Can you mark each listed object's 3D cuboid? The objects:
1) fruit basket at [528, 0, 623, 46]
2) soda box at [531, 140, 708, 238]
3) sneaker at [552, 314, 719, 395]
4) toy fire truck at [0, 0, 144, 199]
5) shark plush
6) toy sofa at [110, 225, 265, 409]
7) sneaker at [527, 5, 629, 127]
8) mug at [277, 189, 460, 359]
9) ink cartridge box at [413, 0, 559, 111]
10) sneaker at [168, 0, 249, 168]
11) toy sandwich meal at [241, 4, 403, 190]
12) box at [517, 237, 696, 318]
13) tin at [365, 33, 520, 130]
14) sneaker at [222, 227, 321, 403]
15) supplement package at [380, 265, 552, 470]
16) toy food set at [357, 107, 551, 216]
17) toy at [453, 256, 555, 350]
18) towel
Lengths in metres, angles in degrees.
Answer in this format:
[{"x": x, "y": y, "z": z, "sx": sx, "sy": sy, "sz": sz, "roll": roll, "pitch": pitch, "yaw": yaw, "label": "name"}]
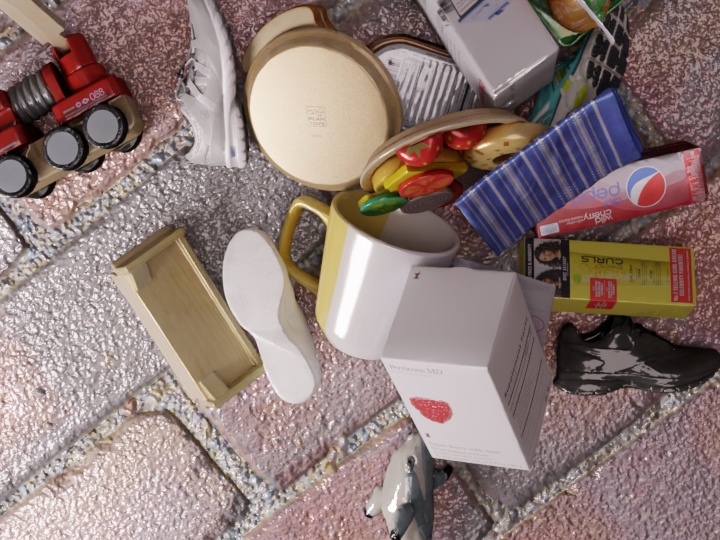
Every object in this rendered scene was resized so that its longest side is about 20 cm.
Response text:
[{"x": 0.200, "y": -0.302, "z": 1.259, "sx": 0.093, "sy": 0.200, "sz": 0.186, "roll": -38, "pitch": 89, "yaw": 9, "label": "fruit basket"}, {"x": 0.284, "y": -0.092, "z": 1.435, "sx": 0.197, "sy": 0.070, "sz": 0.064, "roll": -12, "pitch": 101, "yaw": 2, "label": "soda box"}, {"x": 0.321, "y": 0.095, "z": 1.478, "sx": 0.196, "sy": 0.076, "sz": 0.092, "roll": -2, "pitch": 95, "yaw": -4, "label": "sneaker"}, {"x": -0.353, "y": -0.197, "z": 1.378, "sx": 0.174, "sy": 0.129, "sz": 0.202, "roll": -27, "pitch": 90, "yaw": 5, "label": "toy fire truck"}, {"x": 0.071, "y": 0.239, "z": 1.523, "sx": 0.082, "sy": 0.091, "sz": 0.203, "roll": 17, "pitch": 81, "yaw": -25, "label": "shark plush"}, {"x": -0.196, "y": 0.054, "z": 1.456, "sx": 0.082, "sy": 0.097, "sz": 0.202, "roll": -36, "pitch": 102, "yaw": -19, "label": "toy sofa"}, {"x": 0.231, "y": -0.210, "z": 1.404, "sx": 0.077, "sy": 0.079, "sz": 0.202, "roll": 36, "pitch": 81, "yaw": -48, "label": "sneaker"}, {"x": 0.009, "y": 0.003, "z": 1.430, "sx": 0.148, "sy": 0.187, "sz": 0.155, "roll": 0, "pitch": 120, "yaw": -34, "label": "mug"}, {"x": 0.117, "y": -0.271, "z": 1.326, "sx": 0.085, "sy": 0.146, "sz": 0.201, "roll": -34, "pitch": 83, "yaw": 2, "label": "ink cartridge box"}, {"x": -0.173, "y": -0.207, "z": 1.394, "sx": 0.081, "sy": 0.075, "sz": 0.204, "roll": -8, "pitch": 103, "yaw": -1, "label": "sneaker"}, {"x": -0.042, "y": -0.186, "z": 1.392, "sx": 0.202, "sy": 0.070, "sz": 0.208, "roll": 9, "pitch": 121, "yaw": 15, "label": "toy sandwich meal"}, {"x": 0.279, "y": 0.009, "z": 1.455, "sx": 0.196, "sy": 0.050, "sz": 0.077, "roll": 5, "pitch": 71, "yaw": -2, "label": "box"}, {"x": 0.083, "y": -0.192, "z": 1.426, "sx": 0.197, "sy": 0.042, "sz": 0.114, "roll": 16, "pitch": 105, "yaw": -5, "label": "tin"}, {"x": -0.095, "y": 0.049, "z": 1.448, "sx": 0.074, "sy": 0.088, "sz": 0.203, "roll": -19, "pitch": 92, "yaw": 15, "label": "sneaker"}, {"x": 0.116, "y": 0.104, "z": 1.343, "sx": 0.119, "sy": 0.121, "sz": 0.201, "roll": 4, "pitch": 144, "yaw": 26, "label": "supplement package"}, {"x": 0.094, "y": -0.112, "z": 1.349, "sx": 0.198, "sy": 0.197, "sz": 0.049, "roll": -7, "pitch": 73, "yaw": -34, "label": "toy food set"}, {"x": 0.156, "y": 0.065, "z": 1.443, "sx": 0.113, "sy": 0.047, "sz": 0.202, "roll": 16, "pitch": 131, "yaw": 13, "label": "toy"}, {"x": 0.201, "y": -0.100, "z": 1.335, "sx": 0.199, "sy": 0.145, "sz": 0.024, "roll": -36, "pitch": 60, "yaw": 7, "label": "towel"}]
